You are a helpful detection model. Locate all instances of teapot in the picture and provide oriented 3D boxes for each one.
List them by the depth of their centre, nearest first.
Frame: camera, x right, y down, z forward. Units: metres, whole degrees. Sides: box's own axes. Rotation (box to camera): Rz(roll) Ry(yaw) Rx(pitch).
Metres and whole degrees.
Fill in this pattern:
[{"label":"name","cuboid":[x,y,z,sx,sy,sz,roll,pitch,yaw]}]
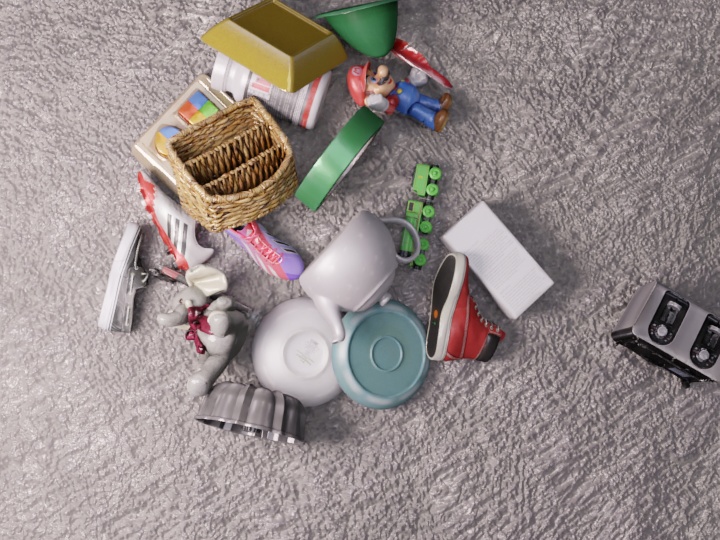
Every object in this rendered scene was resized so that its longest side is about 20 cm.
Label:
[{"label":"teapot","cuboid":[0.000,0.000,1.659,0.146,0.198,0.200,42,111,-4]}]

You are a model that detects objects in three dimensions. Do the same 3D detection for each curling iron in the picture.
[{"label":"curling iron","cuboid":[-0.288,0.032,1.710,0.198,0.050,0.026,23,79,-9]}]

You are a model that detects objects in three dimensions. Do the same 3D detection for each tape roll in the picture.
[{"label":"tape roll","cuboid":[-0.036,-0.196,1.651,0.048,0.200,0.201,38,86,-1]}]

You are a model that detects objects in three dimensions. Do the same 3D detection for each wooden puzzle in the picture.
[{"label":"wooden puzzle","cuboid":[-0.289,-0.229,1.713,0.185,0.046,0.200,43,86,-2]}]

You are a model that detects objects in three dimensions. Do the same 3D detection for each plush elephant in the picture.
[{"label":"plush elephant","cuboid":[-0.278,0.086,1.639,0.154,0.200,0.166,26,118,10]}]

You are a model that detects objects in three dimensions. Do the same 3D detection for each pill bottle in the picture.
[{"label":"pill bottle","cuboid":[-0.160,-0.339,1.689,0.198,0.116,0.117,19,87,-3]}]

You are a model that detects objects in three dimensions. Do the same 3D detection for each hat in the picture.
[{"label":"hat","cuboid":[0.027,-0.390,1.693,0.165,0.199,0.178,-28,112,-43]}]

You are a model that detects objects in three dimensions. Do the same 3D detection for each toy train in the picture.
[{"label":"toy train","cuboid":[0.109,-0.101,1.740,0.056,0.042,0.202,10,88,6]}]

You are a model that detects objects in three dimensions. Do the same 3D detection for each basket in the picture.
[{"label":"basket","cuboid":[-0.211,-0.178,1.610,0.199,0.150,0.142,-31,46,-27]}]

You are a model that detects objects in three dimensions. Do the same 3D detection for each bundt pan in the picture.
[{"label":"bundt pan","cuboid":[-0.185,0.245,1.639,0.200,0.202,0.077,13,74,-3]}]

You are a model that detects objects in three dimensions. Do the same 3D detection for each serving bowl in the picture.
[{"label":"serving bowl","cuboid":[-0.099,0.149,1.705,0.198,0.066,0.203,0,88,-4]}]

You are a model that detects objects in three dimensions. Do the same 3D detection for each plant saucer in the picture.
[{"label":"plant saucer","cuboid":[-0.143,-0.408,1.646,0.199,0.049,0.200,32,42,13]},{"label":"plant saucer","cuboid":[0.044,0.151,1.703,0.198,0.027,0.203,1,86,-23]}]

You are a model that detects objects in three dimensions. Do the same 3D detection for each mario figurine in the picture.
[{"label":"mario figurine","cuboid":[0.072,-0.328,1.706,0.198,0.124,0.107,19,100,-7]}]

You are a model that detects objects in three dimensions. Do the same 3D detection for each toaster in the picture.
[{"label":"toaster","cuboid":[0.565,0.118,1.696,0.180,0.200,0.119,30,84,6]}]

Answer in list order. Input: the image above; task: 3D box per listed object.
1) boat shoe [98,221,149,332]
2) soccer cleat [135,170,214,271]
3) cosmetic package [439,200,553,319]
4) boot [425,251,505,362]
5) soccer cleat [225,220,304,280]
[{"label":"boat shoe","cuboid":[-0.415,0.015,1.694,0.070,0.072,0.202,14,98,-11]},{"label":"soccer cleat","cuboid":[-0.337,-0.095,1.700,0.085,0.069,0.201,-28,91,-15]},{"label":"cosmetic package","cuboid":[0.248,-0.018,1.729,0.101,0.071,0.200,-41,91,-3]},{"label":"boot","cuboid":[0.204,0.068,1.709,0.143,0.072,0.202,4,103,-20]},{"label":"soccer cleat","cuboid":[-0.185,-0.053,1.699,0.200,0.076,0.067,43,89,0]}]
